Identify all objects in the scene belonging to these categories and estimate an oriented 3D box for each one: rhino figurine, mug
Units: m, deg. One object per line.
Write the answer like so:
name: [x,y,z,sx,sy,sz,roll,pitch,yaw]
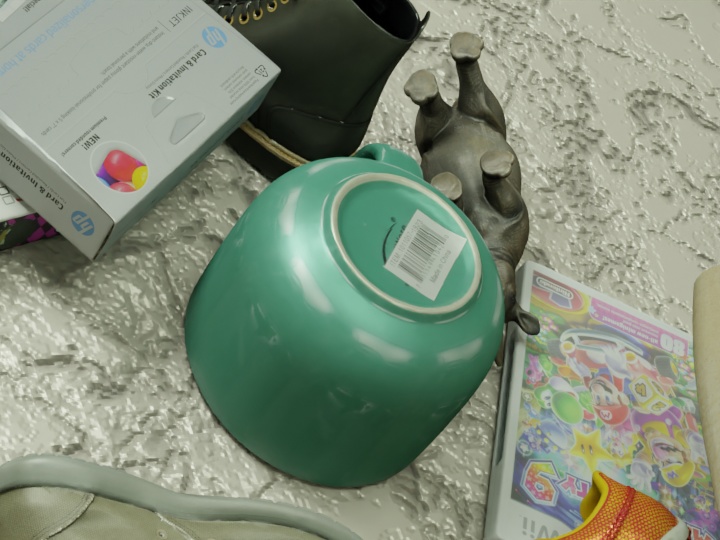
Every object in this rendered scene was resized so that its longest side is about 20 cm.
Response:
rhino figurine: [0.067,-0.032,1.226,0.059,0.088,0.201,-11,56,3]
mug: [-0.007,0.005,1.122,0.151,0.115,0.186,-3,58,-34]

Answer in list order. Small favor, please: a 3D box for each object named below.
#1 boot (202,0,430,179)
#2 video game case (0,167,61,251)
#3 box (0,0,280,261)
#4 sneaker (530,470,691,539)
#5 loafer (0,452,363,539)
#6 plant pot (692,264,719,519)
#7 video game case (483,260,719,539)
boot: [-0.065,-0.149,1.191,0.199,0.139,0.078,31,45,-6]
video game case: [-0.228,-0.096,1.116,0.181,0.036,0.201,-17,66,-41]
box: [-0.161,-0.121,1.117,0.200,0.041,0.156,40,48,3]
sneaker: [0.093,0.184,1.082,0.077,0.073,0.200,29,46,14]
loafer: [-0.082,0.143,1.003,0.199,0.075,0.070,15,60,-17]
plant pot: [0.274,0.085,1.147,0.198,0.201,0.178,-19,47,4]
video game case: [0.143,0.098,1.214,0.142,0.018,0.201,24,46,-15]
